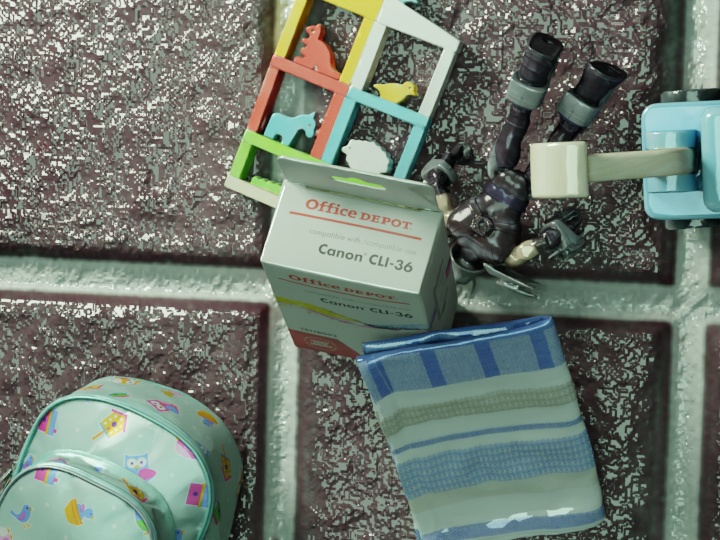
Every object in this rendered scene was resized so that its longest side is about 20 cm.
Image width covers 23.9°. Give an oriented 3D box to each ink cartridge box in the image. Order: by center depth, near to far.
[{"bbox_3d":[0.000,0.000,1.190,0.116,0.200,0.068,11,67,13],"label":"ink cartridge box"}]

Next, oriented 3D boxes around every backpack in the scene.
[{"bbox_3d":[-0.185,0.185,1.273,0.176,0.153,0.200,21,96,15],"label":"backpack"}]

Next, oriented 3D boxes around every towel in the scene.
[{"bbox_3d":[0.088,0.121,1.216,0.147,0.024,0.200,-9,126,13],"label":"towel"}]

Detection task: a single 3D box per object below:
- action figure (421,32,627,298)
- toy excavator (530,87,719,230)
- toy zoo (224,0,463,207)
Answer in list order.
[{"bbox_3d":[0.114,-0.068,1.232,0.130,0.069,0.200,29,110,3],"label":"action figure"},{"bbox_3d":[0.219,-0.075,1.137,0.194,0.200,0.100,-1,92,13],"label":"toy excavator"},{"bbox_3d":[-0.008,-0.131,1.279,0.131,0.020,0.200,23,98,11],"label":"toy zoo"}]
